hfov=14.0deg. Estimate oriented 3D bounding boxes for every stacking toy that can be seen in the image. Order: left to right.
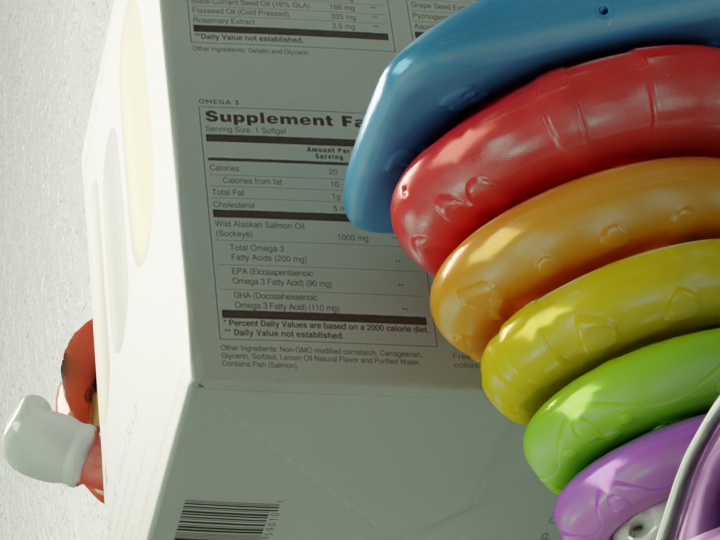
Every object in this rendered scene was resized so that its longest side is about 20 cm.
[{"bbox_3d":[0.078,0.033,0.742,0.110,0.116,0.201,107,148,-65],"label":"stacking toy"}]

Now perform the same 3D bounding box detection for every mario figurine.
[{"bbox_3d":[-0.057,0.047,1.127,0.200,0.123,0.106,7,78,53],"label":"mario figurine"}]

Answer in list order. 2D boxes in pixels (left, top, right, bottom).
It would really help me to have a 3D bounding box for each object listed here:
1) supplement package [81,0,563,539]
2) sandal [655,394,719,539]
[{"bbox_3d":[0.000,0.000,0.912,0.152,0.150,0.201,109,159,-50],"label":"supplement package"},{"bbox_3d":[0.082,0.098,0.667,0.082,0.050,0.203,39,122,22],"label":"sandal"}]
